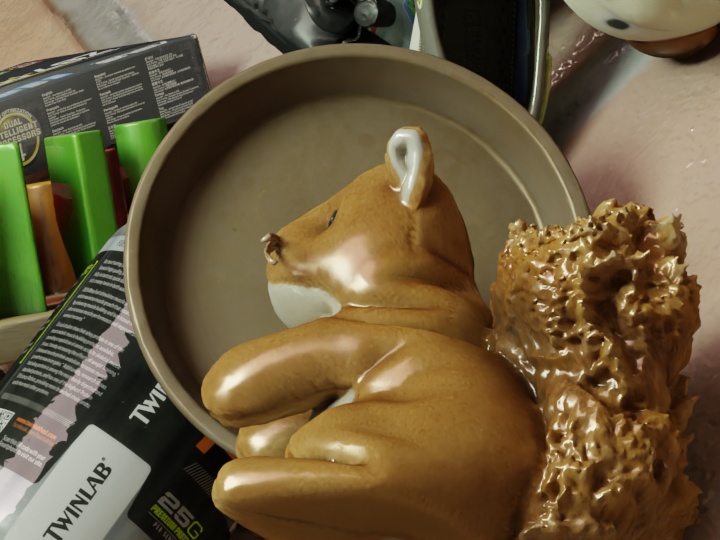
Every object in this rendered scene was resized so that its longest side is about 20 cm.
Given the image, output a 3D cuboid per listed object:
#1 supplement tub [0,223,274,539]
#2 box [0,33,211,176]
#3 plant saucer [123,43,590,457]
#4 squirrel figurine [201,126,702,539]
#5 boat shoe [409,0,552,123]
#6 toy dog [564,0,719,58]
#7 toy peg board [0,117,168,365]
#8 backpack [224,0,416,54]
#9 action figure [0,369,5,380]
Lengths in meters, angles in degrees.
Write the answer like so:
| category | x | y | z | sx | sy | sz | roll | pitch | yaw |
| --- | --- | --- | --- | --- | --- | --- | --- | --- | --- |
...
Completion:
| category | x | y | z | sx | sy | sz | roll | pitch | yaw |
| --- | --- | --- | --- | --- | --- | --- | --- | --- | --- |
| supplement tub | -0.092 | 0.062 | 1.274 | 0.122 | 0.123 | 0.200 | 8 | 58 | 54 |
| box | -0.203 | -0.074 | 1.569 | 0.199 | 0.049 | 0.161 | -23 | 14 | -38 |
| plant saucer | 0.000 | 0.000 | 1.222 | 0.200 | 0.200 | 0.030 | -54 | -11 | -19 |
| squirrel figurine | 0.041 | 0.039 | 1.123 | 0.199 | 0.142 | 0.187 | -11 | 49 | 15 |
| boat shoe | 0.053 | -0.147 | 1.321 | 0.072 | 0.203 | 0.060 | -6 | 7 | -18 |
| toy dog | 0.165 | -0.183 | 1.270 | 0.200 | 0.140 | 0.194 | -36 | 22 | 13 |
| toy peg board | -0.186 | -0.010 | 1.402 | 0.199 | 0.098 | 0.199 | -12 | 5 | -42 |
| backpack | 0.031 | -0.181 | 1.435 | 0.200 | 0.127 | 0.167 | -49 | 46 | -2 |
| action figure | -0.242 | 0.108 | 1.424 | 0.193 | 0.105 | 0.201 | -20 | 35 | 50 |
